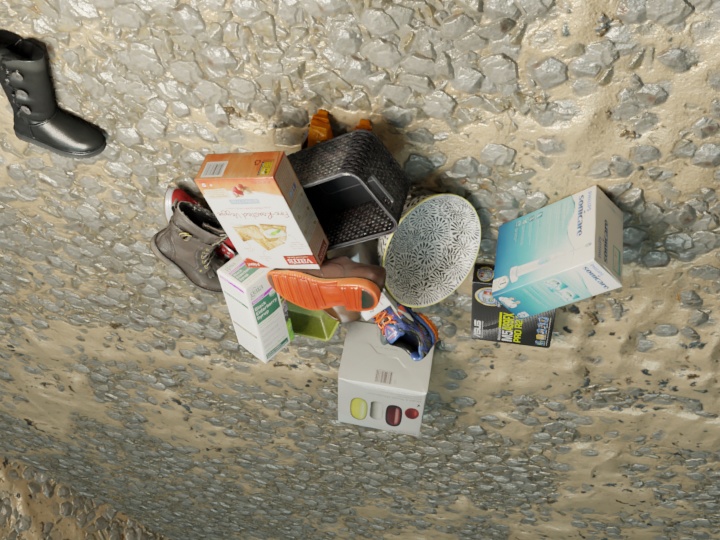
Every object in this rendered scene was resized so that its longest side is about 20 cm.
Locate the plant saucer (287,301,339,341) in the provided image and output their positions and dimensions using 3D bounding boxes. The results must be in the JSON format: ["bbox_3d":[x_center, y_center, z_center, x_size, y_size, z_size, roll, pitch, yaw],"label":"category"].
[{"bbox_3d":[-0.118,0.036,1.659,0.196,0.048,0.201,14,131,-17],"label":"plant saucer"}]

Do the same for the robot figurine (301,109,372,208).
[{"bbox_3d":[-0.039,-0.164,1.417,0.142,0.059,0.201,13,145,1],"label":"robot figurine"}]

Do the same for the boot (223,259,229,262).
[{"bbox_3d":[-0.174,0.026,1.728,0.196,0.074,0.157,11,145,8],"label":"boot"}]

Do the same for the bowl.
[{"bbox_3d":[0.098,-0.050,1.470,0.094,0.201,0.201,39,173,49],"label":"bowl"}]

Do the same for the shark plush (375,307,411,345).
[{"bbox_3d":[0.095,0.063,1.677,0.199,0.084,0.090,-34,145,32],"label":"shark plush"}]

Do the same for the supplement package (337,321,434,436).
[{"bbox_3d":[0.054,0.233,1.876,0.188,0.149,0.201,9,145,6],"label":"supplement package"}]

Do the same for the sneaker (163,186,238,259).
[{"bbox_3d":[-0.281,-0.084,1.602,0.110,0.072,0.201,7,153,16],"label":"sneaker"}]

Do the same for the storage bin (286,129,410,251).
[{"bbox_3d":[-0.038,-0.117,1.344,0.198,0.095,0.135,-13,135,38],"label":"storage bin"}]

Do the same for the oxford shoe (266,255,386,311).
[{"bbox_3d":[-0.052,0.015,1.371,0.197,0.073,0.072,8,136,21],"label":"oxford shoe"}]

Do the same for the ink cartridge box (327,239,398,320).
[{"bbox_3d":[0.000,0.000,1.489,0.067,0.201,0.116,-33,115,13],"label":"ink cartridge box"}]

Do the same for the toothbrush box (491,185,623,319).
[{"bbox_3d":[0.318,-0.026,1.414,0.085,0.148,0.199,34,140,-30],"label":"toothbrush box"}]

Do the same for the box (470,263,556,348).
[{"bbox_3d":[0.289,0.070,1.653,0.157,0.045,0.201,6,145,10],"label":"box"}]

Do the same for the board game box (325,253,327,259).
[{"bbox_3d":[-0.026,-0.008,1.671,0.102,0.020,0.199,27,144,-21],"label":"board game box"}]

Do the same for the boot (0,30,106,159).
[{"bbox_3d":[-0.502,-0.280,1.411,0.162,0.066,0.201,11,142,0],"label":"boot"}]

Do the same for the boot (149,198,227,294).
[{"bbox_3d":[-0.269,-0.039,1.534,0.198,0.070,0.173,30,147,-22],"label":"boot"}]

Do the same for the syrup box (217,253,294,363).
[{"bbox_3d":[-0.185,0.062,1.570,0.081,0.079,0.202,31,146,31],"label":"syrup box"}]

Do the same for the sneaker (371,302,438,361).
[{"bbox_3d":[0.061,0.091,1.608,0.199,0.079,0.075,36,130,-12],"label":"sneaker"}]

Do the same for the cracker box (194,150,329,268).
[{"bbox_3d":[-0.143,-0.085,1.304,0.132,0.058,0.201,1,142,24],"label":"cracker box"}]

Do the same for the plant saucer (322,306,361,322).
[{"bbox_3d":[-0.080,0.024,1.491,0.200,0.032,0.200,41,169,10],"label":"plant saucer"}]
